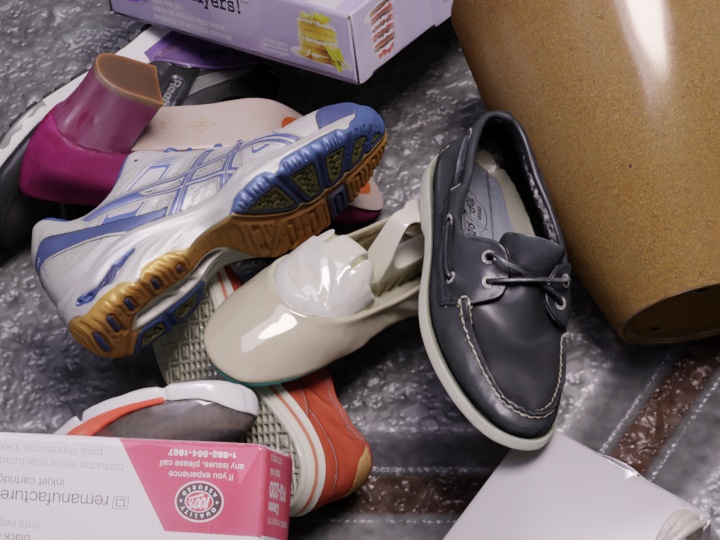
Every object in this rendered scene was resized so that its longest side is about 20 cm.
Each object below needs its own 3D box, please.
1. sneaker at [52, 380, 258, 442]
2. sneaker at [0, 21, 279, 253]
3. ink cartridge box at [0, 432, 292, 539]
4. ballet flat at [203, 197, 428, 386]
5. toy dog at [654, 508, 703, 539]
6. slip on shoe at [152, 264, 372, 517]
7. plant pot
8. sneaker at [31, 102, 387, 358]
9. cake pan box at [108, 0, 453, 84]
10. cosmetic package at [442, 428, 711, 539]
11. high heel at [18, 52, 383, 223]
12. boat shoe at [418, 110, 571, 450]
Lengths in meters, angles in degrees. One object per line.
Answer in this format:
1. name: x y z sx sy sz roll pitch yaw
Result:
1. sneaker: -0.134 0.122 1.244 0.199 0.077 0.082 -26 69 13
2. sneaker: -0.130 -0.069 1.379 0.087 0.076 0.200 39 67 20
3. ink cartridge box: -0.113 0.180 1.154 0.145 0.085 0.201 2 84 7
4. ballet flat: 0.000 0.000 1.280 0.069 0.070 0.200 40 41 26
5. toy dog: 0.159 0.222 1.132 0.096 0.132 0.201 24 81 30
6. slip on shoe: -0.058 0.052 1.301 0.061 0.074 0.200 0 40 -39
7. plant pot: 0.161 -0.070 1.306 0.185 0.187 0.201 -12 69 -4
8. sneaker: -0.082 -0.043 1.274 0.200 0.075 0.088 -32 58 -15
9. cake pan box: -0.017 -0.190 1.398 0.184 0.053 0.200 22 44 32
10. cosmetic package: 0.074 0.185 1.181 0.107 0.085 0.200 30 62 23
11. high heel: -0.087 -0.052 1.354 0.199 0.096 0.068 24 36 -25
12. boat shoe: 0.075 -0.002 1.229 0.074 0.066 0.200 19 41 -19
